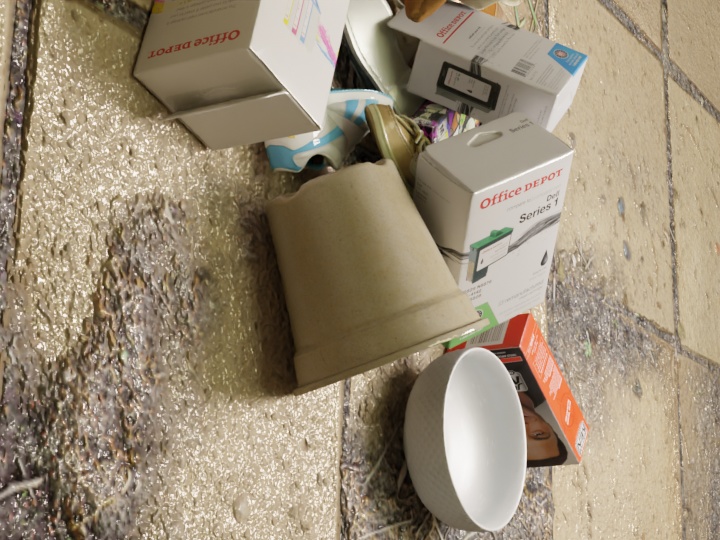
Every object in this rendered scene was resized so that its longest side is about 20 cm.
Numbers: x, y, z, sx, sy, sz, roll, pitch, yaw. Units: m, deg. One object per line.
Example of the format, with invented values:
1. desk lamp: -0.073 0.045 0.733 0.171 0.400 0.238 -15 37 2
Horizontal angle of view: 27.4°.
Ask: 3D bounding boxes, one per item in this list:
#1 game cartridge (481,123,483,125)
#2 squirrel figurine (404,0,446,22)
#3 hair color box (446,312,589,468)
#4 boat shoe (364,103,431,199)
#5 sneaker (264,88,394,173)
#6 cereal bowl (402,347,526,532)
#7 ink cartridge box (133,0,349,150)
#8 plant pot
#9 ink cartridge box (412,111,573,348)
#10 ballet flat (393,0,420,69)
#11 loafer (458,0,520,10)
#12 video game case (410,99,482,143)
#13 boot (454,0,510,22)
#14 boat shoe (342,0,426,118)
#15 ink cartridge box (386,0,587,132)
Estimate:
1. game cartridge: 0.172 -0.156 1.742 0.133 0.040 0.201 -14 114 -66
2. squirrel figurine: 0.081 -0.379 1.554 0.142 0.200 0.187 48 11 -11
3. hair color box: 0.188 0.146 1.756 0.200 0.101 0.061 59 37 -32
4. boat shoe: 0.063 -0.108 1.505 0.201 0.063 0.073 55 11 -45
5. sneaker: -0.034 -0.144 1.494 0.200 0.076 0.081 -16 107 -55
6. cereal bowl: 0.104 0.187 1.622 0.200 0.083 0.201 23 62 -55
7. ink cartridge box: -0.104 -0.209 1.329 0.125 0.128 0.201 44 47 -46
8. plant pot: 0.000 0.000 1.415 0.200 0.200 0.184 -14 83 -59
9. ink cartridge box: 0.126 -0.041 1.502 0.146 0.084 0.201 -24 138 -31
10. ballet flat: 0.063 -0.281 1.687 0.067 0.068 0.201 20 76 -24
11. loafer: 0.133 -0.313 1.592 0.075 0.068 0.200 25 17 -17
12. video game case: 0.098 -0.112 1.665 0.181 0.036 0.201 -50 146 -52
13. boot: 0.114 -0.268 1.767 0.155 0.076 0.201 39 60 -40
14. boat shoe: 0.007 -0.230 1.592 0.073 0.062 0.200 -50 125 -31
15. ink cartridge box: 0.129 -0.220 1.592 0.116 0.199 0.068 -49 160 -51
